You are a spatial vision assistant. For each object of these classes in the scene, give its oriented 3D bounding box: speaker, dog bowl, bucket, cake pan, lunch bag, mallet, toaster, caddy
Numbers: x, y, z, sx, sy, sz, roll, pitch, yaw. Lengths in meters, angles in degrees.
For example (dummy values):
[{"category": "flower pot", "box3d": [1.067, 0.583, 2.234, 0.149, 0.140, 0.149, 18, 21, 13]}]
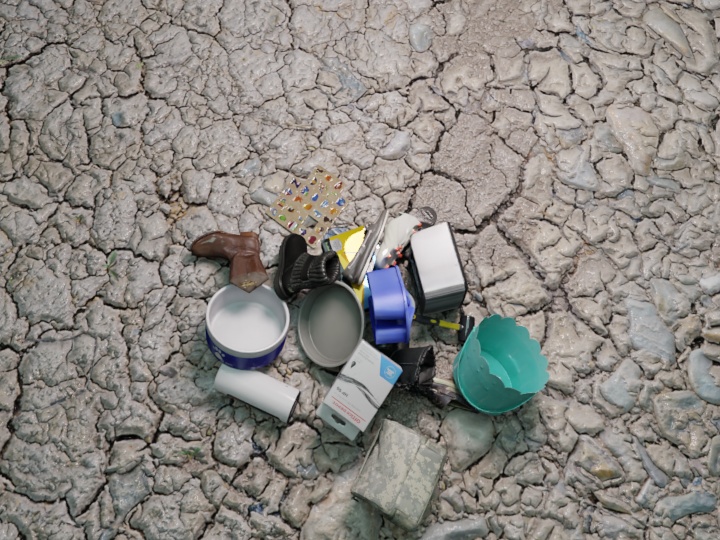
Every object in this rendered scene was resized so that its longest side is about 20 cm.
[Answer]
[{"category": "speaker", "box3d": [-0.243, 0.279, 1.463, 0.195, 0.082, 0.083, 24, 71, 4]}, {"category": "dog bowl", "box3d": [-0.268, 0.129, 1.477, 0.194, 0.080, 0.204, 8, 49, -9]}, {"category": "bucket", "box3d": [0.319, 0.225, 1.449, 0.202, 0.136, 0.211, 17, 46, -18]}, {"category": "cake pan", "box3d": [-0.066, 0.128, 1.496, 0.195, 0.036, 0.207, -4, 82, 33]}, {"category": "lunch bag", "box3d": [0.083, 0.450, 1.391, 0.165, 0.140, 0.203, 27, 71, 6]}, {"category": "mallet", "box3d": [0.199, 0.119, 1.526, 0.196, 0.041, 0.068, 22, 75, -22]}, {"category": "toaster", "box3d": [0.189, 0.009, 1.530, 0.115, 0.181, 0.206, -14, 72, -2]}, {"category": "caddy", "box3d": [0.073, 0.078, 1.427, 0.101, 0.145, 0.202, -6, 31, -4]}]

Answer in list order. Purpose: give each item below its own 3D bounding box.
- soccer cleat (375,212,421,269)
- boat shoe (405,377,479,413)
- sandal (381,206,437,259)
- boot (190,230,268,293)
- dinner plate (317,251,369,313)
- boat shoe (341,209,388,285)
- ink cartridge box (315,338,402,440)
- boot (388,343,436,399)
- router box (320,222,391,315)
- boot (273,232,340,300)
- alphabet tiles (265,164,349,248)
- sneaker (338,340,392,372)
[{"category": "soccer cleat", "box3d": [0.080, -0.074, 1.550, 0.076, 0.070, 0.200, 28, 48, 17]}, {"category": "boat shoe", "box3d": [0.199, 0.299, 1.487, 0.194, 0.072, 0.067, 10, 65, -6]}, {"category": "sandal", "box3d": [0.123, -0.103, 1.633, 0.199, 0.045, 0.075, -42, 79, -15]}, {"category": "boot", "box3d": [-0.322, -0.017, 1.521, 0.181, 0.066, 0.202, -11, 41, -8]}, {"category": "dinner plate", "box3d": [-0.027, 0.022, 1.594, 0.193, 0.024, 0.207, 1, 72, -2]}, {"category": "boat shoe", "box3d": [0.013, -0.066, 1.522, 0.056, 0.067, 0.205, 22, 74, 0]}, {"category": "ink cartridge box", "box3d": [-0.006, 0.271, 1.388, 0.115, 0.068, 0.203, 33, 89, 1]}, {"category": "boot", "box3d": [0.113, 0.192, 1.467, 0.072, 0.161, 0.204, 24, 72, -31]}, {"category": "router box", "box3d": [0.000, 0.000, 1.562, 0.145, 0.051, 0.205, -19, 75, -10]}, {"category": "boot", "box3d": [-0.121, -0.027, 1.518, 0.155, 0.080, 0.215, -22, 42, 25]}, {"category": "alphabet tiles", "box3d": [-0.131, -0.183, 1.667, 0.165, 0.008, 0.202, 34, 72, 9]}, {"category": "sneaker", "box3d": [0.003, 0.249, 1.460, 0.059, 0.198, 0.106, 32, 36, -34]}]
